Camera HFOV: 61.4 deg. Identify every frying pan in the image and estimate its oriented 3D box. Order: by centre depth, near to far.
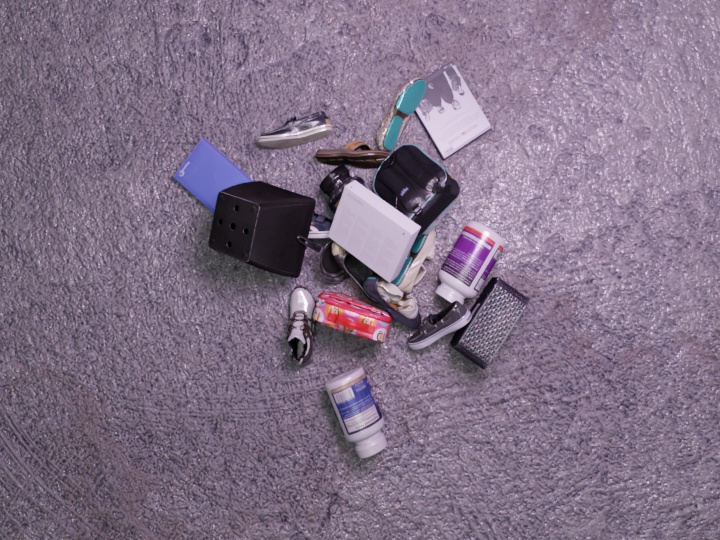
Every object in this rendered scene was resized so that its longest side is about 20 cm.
[{"bbox_3d":[-0.090,-0.028,1.531,0.186,0.031,0.118,3,105,-33],"label":"frying pan"}]

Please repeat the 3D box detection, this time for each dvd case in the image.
[{"bbox_3d":[0.224,-0.410,1.556,0.148,0.025,0.203,-31,88,3],"label":"dvd case"}]

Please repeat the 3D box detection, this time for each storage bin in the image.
[{"bbox_3d":[0.314,0.126,1.493,0.093,0.135,0.202,32,92,3],"label":"storage bin"}]

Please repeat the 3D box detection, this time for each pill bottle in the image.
[{"bbox_3d":[0.268,-0.013,1.509,0.111,0.112,0.203,31,92,3],"label":"pill bottle"},{"bbox_3d":[-0.011,-0.162,1.529,0.111,0.112,0.201,-40,87,3],"label":"pill bottle"},{"bbox_3d":[-0.006,0.359,1.530,0.109,0.111,0.204,-23,88,4],"label":"pill bottle"}]

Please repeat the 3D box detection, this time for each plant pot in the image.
[{"bbox_3d":[-0.251,-0.103,1.470,0.196,0.176,0.205,20,102,27],"label":"plant pot"}]

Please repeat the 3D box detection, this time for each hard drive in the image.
[{"bbox_3d":[-0.379,-0.233,1.599,0.199,0.025,0.133,40,93,3],"label":"hard drive"}]

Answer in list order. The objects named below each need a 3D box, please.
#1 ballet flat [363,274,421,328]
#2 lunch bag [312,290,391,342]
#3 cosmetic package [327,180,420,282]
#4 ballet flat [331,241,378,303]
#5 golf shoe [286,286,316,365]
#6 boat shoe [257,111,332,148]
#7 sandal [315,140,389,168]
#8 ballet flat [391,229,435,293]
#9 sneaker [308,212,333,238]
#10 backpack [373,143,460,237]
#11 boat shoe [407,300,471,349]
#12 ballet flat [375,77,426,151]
[{"bbox_3d":[0.094,0.078,1.508,0.199,0.073,0.074,39,92,-21],"label":"ballet flat"},{"bbox_3d":[-0.021,0.116,1.498,0.195,0.176,0.084,18,94,3],"label":"lunch bag"},{"bbox_3d":[0.028,-0.092,1.428,0.198,0.052,0.153,37,133,15],"label":"cosmetic package"},{"bbox_3d":[0.000,0.000,1.531,0.066,0.057,0.201,-42,106,-6],"label":"ballet flat"},{"bbox_3d":[-0.150,0.141,1.550,0.076,0.094,0.206,-4,88,5],"label":"golf shoe"},{"bbox_3d":[-0.171,-0.362,1.563,0.195,0.075,0.064,-15,84,-1],"label":"boat shoe"},{"bbox_3d":[-0.018,-0.302,1.556,0.195,0.082,0.056,4,77,12],"label":"sandal"},{"bbox_3d":[0.150,-0.030,1.549,0.069,0.069,0.203,30,94,4],"label":"ballet flat"},{"bbox_3d":[-0.129,-0.122,1.555,0.194,0.078,0.082,1,96,6],"label":"sneaker"},{"bbox_3d":[0.133,-0.201,1.489,0.176,0.152,0.201,-48,56,11],"label":"backpack"},{"bbox_3d":[0.186,0.133,1.503,0.198,0.069,0.057,-33,104,36],"label":"boat shoe"},{"bbox_3d":[0.093,-0.401,1.536,0.075,0.064,0.203,24,102,-38],"label":"ballet flat"}]
